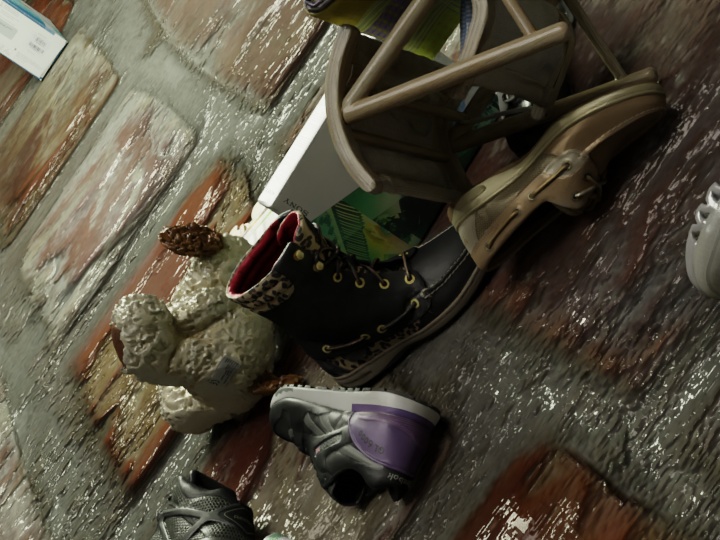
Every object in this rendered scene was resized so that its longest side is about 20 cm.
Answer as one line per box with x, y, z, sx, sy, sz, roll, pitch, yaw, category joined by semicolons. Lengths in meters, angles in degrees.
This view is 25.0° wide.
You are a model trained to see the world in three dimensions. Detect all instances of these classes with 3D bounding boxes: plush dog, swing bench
-0.129;0.043;1.532;0.160;0.200;0.172;-6;59;16;plush dog
0.090;-0.153;1.257;0.200;0.199;0.130;-37;71;22;swing bench

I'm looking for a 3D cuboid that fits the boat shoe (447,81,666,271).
0.162;-0.072;1.264;0.200;0.071;0.065;-37;68;25;boat shoe

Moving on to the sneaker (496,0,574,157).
0.132;-0.185;1.402;0.074;0.088;0.200;-33;37;36;sneaker

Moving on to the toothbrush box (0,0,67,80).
-0.604;-0.422;2.817;0.085;0.146;0.200;-54;26;4;toothbrush box

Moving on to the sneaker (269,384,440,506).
-0.023;0.144;1.319;0.200;0.076;0.088;-8;60;56;sneaker

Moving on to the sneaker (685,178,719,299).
0.287;-0.050;1.020;0.200;0.075;0.081;-47;37;19;sneaker

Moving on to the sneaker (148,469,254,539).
-0.166;0.252;1.437;0.199;0.076;0.114;-34;33;32;sneaker

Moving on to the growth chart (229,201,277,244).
-0.089;-0.041;1.687;0.200;0.018;0.145;-44;29;24;growth chart

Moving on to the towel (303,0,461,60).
0.051;-0.226;1.239;0.144;0.200;0.023;-43;68;19;towel

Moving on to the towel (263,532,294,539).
-0.057;0.288;1.263;0.200;0.031;0.149;6;67;60;towel

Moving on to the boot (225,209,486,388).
0.000;0.000;1.346;0.200;0.151;0.073;-41;31;26;boot

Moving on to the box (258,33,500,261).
0.021;-0.106;1.435;0.200;0.144;0.036;-58;26;-2;box
